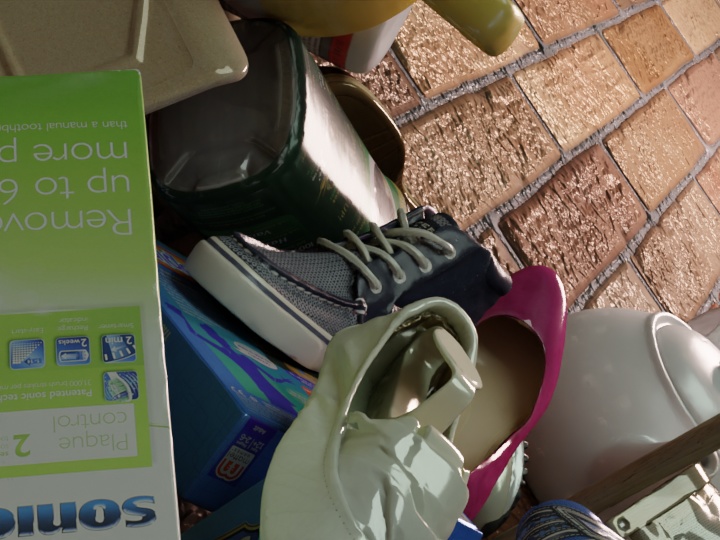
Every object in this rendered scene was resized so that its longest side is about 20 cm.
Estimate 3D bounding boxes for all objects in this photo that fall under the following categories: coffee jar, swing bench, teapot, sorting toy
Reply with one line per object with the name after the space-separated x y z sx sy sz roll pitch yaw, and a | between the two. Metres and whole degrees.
-0.032 -0.034 0.854 0.200 0.085 0.105 53 30 -54 | coffee jar
0.173 0.205 0.890 0.199 0.200 0.130 62 4 10 | swing bench
0.199 0.098 1.104 0.197 0.146 0.200 29 35 -46 | teapot
-0.172 -0.123 0.704 0.186 0.199 0.036 62 -18 17 | sorting toy

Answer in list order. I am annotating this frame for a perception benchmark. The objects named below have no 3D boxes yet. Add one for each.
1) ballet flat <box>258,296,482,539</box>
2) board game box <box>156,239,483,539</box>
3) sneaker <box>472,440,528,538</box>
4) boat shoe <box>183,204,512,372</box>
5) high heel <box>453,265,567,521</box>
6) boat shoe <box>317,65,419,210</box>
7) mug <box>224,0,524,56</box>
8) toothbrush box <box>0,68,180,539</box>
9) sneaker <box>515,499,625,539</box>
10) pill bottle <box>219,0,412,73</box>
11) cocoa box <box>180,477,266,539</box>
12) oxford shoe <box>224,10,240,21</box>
0.010 0.064 0.577 0.069 0.069 0.200 49 22 -15 | ballet flat
-0.054 0.053 0.723 0.152 0.045 0.200 32 8 -40 | board game box
0.034 0.064 0.961 0.093 0.070 0.200 10 53 -25 | sneaker
0.000 0.000 0.777 0.075 0.093 0.200 40 5 30 | boat shoe
0.072 0.063 0.874 0.067 0.096 0.200 25 61 3 | high heel
-0.008 -0.070 0.983 0.072 0.072 0.200 64 6 31 | boat shoe
-0.008 -0.185 0.753 0.153 0.186 0.150 -37 136 -84 | mug
-0.135 0.038 0.530 0.086 0.145 0.201 97 -13 -56 | toothbrush box
0.130 0.162 0.669 0.200 0.077 0.085 48 18 -25 | sneaker
-0.060 -0.199 0.892 0.199 0.116 0.116 26 26 3 | pill bottle
-0.001 0.187 0.638 0.200 0.133 0.132 33 32 -42 | cocoa box
-0.105 -0.151 0.946 0.075 0.070 0.200 -1 60 -59 | oxford shoe
